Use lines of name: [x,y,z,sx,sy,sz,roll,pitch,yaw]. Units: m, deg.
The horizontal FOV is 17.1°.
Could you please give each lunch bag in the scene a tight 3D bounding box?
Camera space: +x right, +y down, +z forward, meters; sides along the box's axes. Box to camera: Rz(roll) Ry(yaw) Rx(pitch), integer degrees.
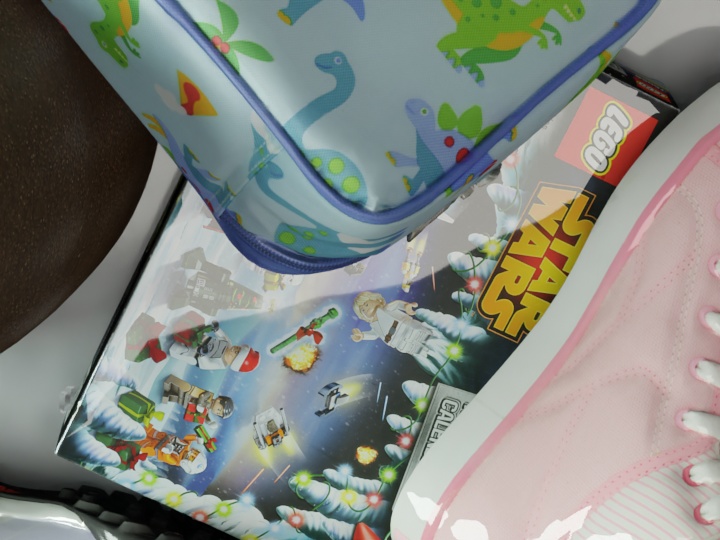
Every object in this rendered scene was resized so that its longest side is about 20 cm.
lunch bag: [-0.015,-0.112,0.703,0.161,0.082,0.200,-42,91,-24]

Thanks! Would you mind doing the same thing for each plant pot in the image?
plant pot: [-0.157,-0.032,0.706,0.185,0.200,0.189,0,107,-1]

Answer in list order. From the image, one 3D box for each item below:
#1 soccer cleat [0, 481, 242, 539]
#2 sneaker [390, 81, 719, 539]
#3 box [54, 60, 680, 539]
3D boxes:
soccer cleat: [-0.113,0.109,0.814,0.198,0.068,0.074,13,92,0]
sneaker: [0.107,0.038,0.760,0.104,0.075,0.201,35,86,33]
box: [0.000,0.000,0.801,0.136,0.040,0.201,24,105,-9]
